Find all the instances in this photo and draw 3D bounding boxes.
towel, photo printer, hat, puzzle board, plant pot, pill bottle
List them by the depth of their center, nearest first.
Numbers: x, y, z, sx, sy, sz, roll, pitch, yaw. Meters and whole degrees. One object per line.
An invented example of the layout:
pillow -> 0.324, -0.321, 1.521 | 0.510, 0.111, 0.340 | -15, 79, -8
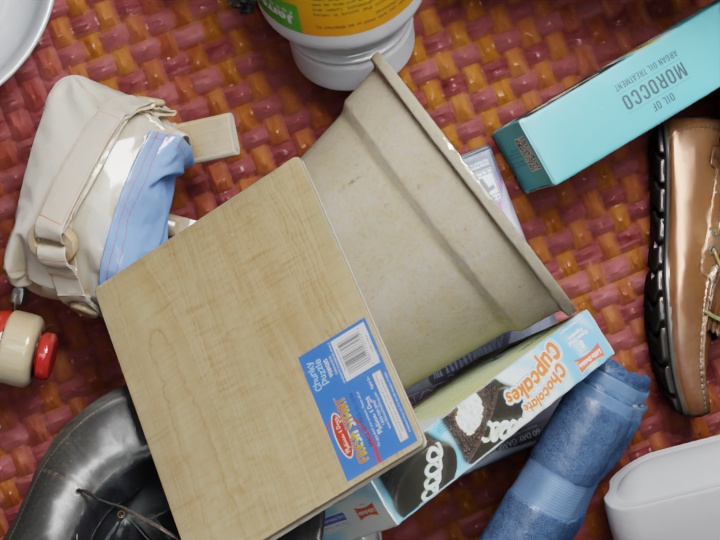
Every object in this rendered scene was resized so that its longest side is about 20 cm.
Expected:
puzzle board -> -0.060, 0.053, 1.024 | 0.150, 0.017, 0.201 | -32, 59, 13
hat -> -0.107, 0.166, 1.048 | 0.200, 0.081, 0.201 | -5, 57, 8
pill bottle -> -0.017, -0.206, 1.115 | 0.110, 0.200, 0.111 | -4, 54, 6
plant pot -> 0.000, 0.000, 1.121 | 0.183, 0.200, 0.201 | -37, 96, 4
towel -> 0.123, 0.149, 1.176 | 0.048, 0.112, 0.201 | 32, 95, 15
photo printer -> 0.267, 0.178, 1.178 | 0.199, 0.070, 0.167 | -19, 115, 34

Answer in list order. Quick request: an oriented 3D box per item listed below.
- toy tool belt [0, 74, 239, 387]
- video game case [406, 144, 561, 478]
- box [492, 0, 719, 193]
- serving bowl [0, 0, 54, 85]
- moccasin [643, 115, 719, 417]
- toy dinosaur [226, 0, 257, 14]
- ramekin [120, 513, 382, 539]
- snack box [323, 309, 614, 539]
toy tool belt -> -0.154, -0.014, 1.136 | 0.122, 0.125, 0.201 | 14, 88, -1
video game case -> 0.057, 0.035, 1.222 | 0.142, 0.019, 0.201 | -22, 93, -9
box -> 0.190, -0.124, 1.212 | 0.199, 0.082, 0.049 | -31, 93, -8
serving bowl -> -0.290, -0.191, 1.140 | 0.199, 0.066, 0.201 | 0, 90, -10
moccasin -> 0.232, -0.002, 1.228 | 0.077, 0.074, 0.202 | 3, 80, -1
toy dinosaur -> -0.090, -0.221, 1.185 | 0.199, 0.047, 0.089 | 14, 81, -12
ramekin -> -0.077, 0.188, 1.156 | 0.199, 0.105, 0.201 | 0, 90, -10
snack box -> 0.051, 0.097, 1.096 | 0.200, 0.116, 0.037 | -33, 92, -35
